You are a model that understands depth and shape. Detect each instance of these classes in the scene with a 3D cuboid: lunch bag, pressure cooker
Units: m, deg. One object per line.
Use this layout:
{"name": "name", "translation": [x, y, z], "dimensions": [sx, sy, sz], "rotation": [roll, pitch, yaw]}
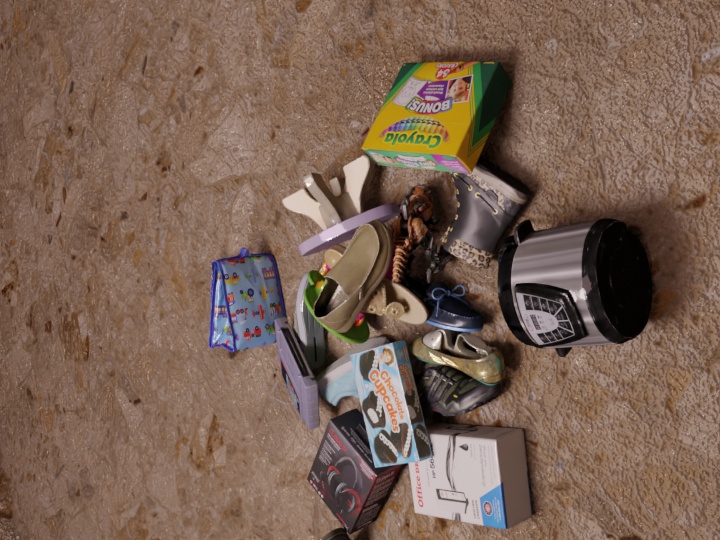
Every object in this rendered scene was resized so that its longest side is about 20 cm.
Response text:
{"name": "lunch bag", "translation": [-0.235, 0.054, 1.707], "dimensions": [0.093, 0.150, 0.203], "rotation": [4, 99, 44]}
{"name": "pressure cooker", "translation": [0.291, 0.026, 1.171], "dimensions": [0.199, 0.178, 0.178], "rotation": [-8, 67, 45]}

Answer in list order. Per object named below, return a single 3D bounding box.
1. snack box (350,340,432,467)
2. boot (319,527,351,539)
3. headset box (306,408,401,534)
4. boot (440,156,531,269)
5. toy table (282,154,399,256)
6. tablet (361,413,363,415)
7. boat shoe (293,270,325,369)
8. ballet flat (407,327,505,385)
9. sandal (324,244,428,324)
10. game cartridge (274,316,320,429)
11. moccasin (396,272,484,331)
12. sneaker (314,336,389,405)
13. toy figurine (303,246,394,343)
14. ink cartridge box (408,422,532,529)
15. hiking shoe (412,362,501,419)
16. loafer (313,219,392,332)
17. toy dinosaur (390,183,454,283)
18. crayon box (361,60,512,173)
{"name": "snack box", "translation": [0.051, 0.232, 1.419], "dimensions": [0.116, 0.037, 0.202], "rotation": [-22, 78, 46]}
{"name": "boot", "translation": [0.002, 0.597, 1.560], "dimensions": [0.072, 0.182, 0.201], "rotation": [-36, 58, 2]}
{"name": "headset box", "translation": [-0.011, 0.376, 1.571], "dimensions": [0.149, 0.075, 0.201], "rotation": [45, 131, 31]}
{"name": "boot", "translation": [0.168, -0.110, 1.340], "dimensions": [0.199, 0.073, 0.152], "rotation": [35, 116, 28]}
{"name": "toy table", "translation": [-0.039, -0.117, 1.486], "dimensions": [0.198, 0.184, 0.118], "rotation": [-24, 86, 6]}
{"name": "tablet", "translation": [0.050, 0.250, 1.506], "dimensions": [0.130, 0.014, 0.201], "rotation": [44, 143, 35]}
{"name": "boat shoe", "translation": [-0.109, 0.098, 1.647], "dimensions": [0.062, 0.071, 0.202], "rotation": [16, 108, 48]}
{"name": "ballet flat", "translation": [0.158, 0.129, 1.371], "dimensions": [0.199, 0.070, 0.072], "rotation": [19, 109, 44]}
{"name": "sandal", "translation": [0.010, 0.042, 1.384], "dimensions": [0.211, 0.070, 0.078], "rotation": [37, 141, 16]}
{"name": "game cartridge", "translation": [-0.129, 0.205, 1.640], "dimensions": [0.201, 0.038, 0.131], "rotation": [-122, 28, -45]}
{"name": "moccasin", "translation": [0.126, 0.051, 1.401], "dimensions": [0.199, 0.080, 0.069], "rotation": [19, 105, 41]}
{"name": "sneaker", "translation": [-0.002, 0.195, 1.569], "dimensions": [0.082, 0.074, 0.199], "rotation": [48, 128, -8]}
{"name": "toy figurine", "translation": [0.000, 0.000, 1.512], "dimensions": [0.185, 0.149, 0.201], "rotation": [-52, 36, 21]}
{"name": "ink cartridge box", "translation": [0.179, 0.341, 1.385], "dimensions": [0.199, 0.084, 0.148], "rotation": [-7, 90, 45]}
{"name": "hiking shoe", "translation": [0.149, 0.193, 1.400], "dimensions": [0.199, 0.075, 0.102], "rotation": [-21, 85, 45]}
{"name": "loafer", "translation": [-0.014, 0.011, 1.322], "dimensions": [0.076, 0.067, 0.202], "rotation": [34, 108, 38]}
{"name": "toy dinosaur", "translation": [0.082, -0.056, 1.371], "dimensions": [0.102, 0.200, 0.137], "rotation": [18, 143, 38]}
{"name": "crayon box", "translation": [0.120, -0.249, 1.318], "dimensions": [0.199, 0.058, 0.174], "rotation": [12, 69, 43]}
